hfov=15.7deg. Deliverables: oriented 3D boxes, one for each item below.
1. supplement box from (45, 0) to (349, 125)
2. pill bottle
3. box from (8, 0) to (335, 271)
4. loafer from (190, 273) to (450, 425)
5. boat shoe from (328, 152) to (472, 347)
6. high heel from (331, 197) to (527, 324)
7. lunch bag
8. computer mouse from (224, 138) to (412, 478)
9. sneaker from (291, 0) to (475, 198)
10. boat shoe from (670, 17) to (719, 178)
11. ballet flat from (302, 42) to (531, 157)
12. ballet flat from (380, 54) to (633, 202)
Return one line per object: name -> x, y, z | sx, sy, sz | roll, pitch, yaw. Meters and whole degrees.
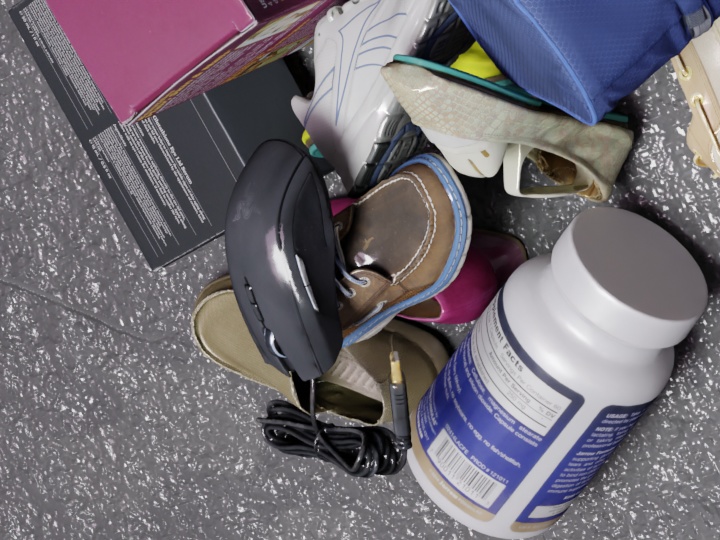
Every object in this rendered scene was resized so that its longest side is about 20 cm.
supplement box -> -0.071, -0.182, 1.560 | 0.131, 0.200, 0.103 | -32, 89, 38
pill bottle -> 0.119, 0.062, 1.583 | 0.116, 0.116, 0.200 | 44, 127, 12
box -> -0.122, -0.119, 1.690 | 0.141, 0.079, 0.200 | -26, 93, 52
loafer -> -0.036, 0.051, 1.718 | 0.200, 0.067, 0.076 | 13, 116, 31
boat shoe -> 0.000, 0.000, 1.560 | 0.072, 0.072, 0.200 | 61, 146, 16
high heel -> 0.001, 0.002, 1.653 | 0.200, 0.096, 0.067 | 11, 115, 31
lunch bag -> 0.113, -0.184, 1.399 | 0.200, 0.132, 0.136 | 51, 173, -30
computer mouse -> -0.029, 0.029, 1.509 | 0.140, 0.046, 0.200 | 18, 117, 48
sneaker -> 0.014, -0.136, 1.525 | 0.087, 0.075, 0.200 | 43, 126, 20
boat shoe -> 0.219, -0.087, 1.484 | 0.069, 0.074, 0.200 | -19, 88, 41
ballet flat -> 0.046, -0.124, 1.599 | 0.200, 0.067, 0.067 | -16, 78, 36
ballet flat -> 0.086, -0.075, 1.498 | 0.067, 0.200, 0.062 | 18, 95, 47
